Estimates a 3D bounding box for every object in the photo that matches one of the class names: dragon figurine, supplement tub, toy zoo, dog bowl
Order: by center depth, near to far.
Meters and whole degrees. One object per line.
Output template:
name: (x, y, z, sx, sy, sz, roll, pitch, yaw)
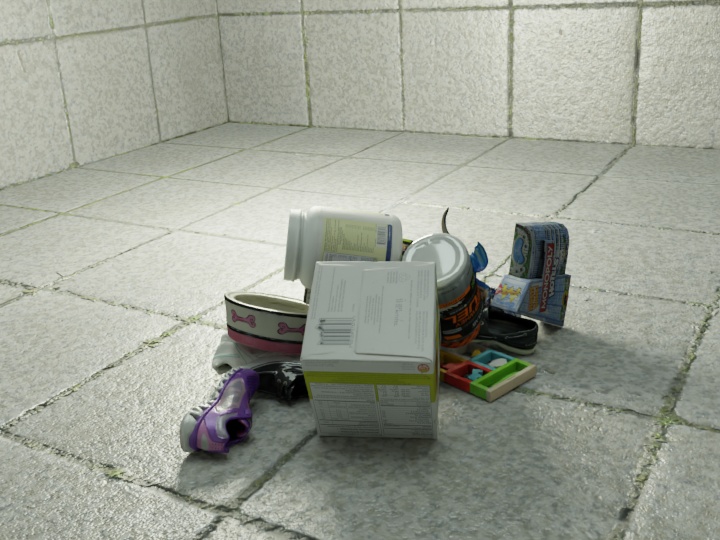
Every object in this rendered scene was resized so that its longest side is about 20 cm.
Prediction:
supplement tub: (0.147, 0.041, 1.455, 0.120, 0.201, 0.124, -10, 51, 13)
supplement tub: (-0.033, -0.035, 1.466, 0.195, 0.148, 0.145, 6, 19, -6)
dog bowl: (-0.152, 0.093, 1.494, 0.196, 0.075, 0.200, 10, 6, -1)
toy zoo: (0.199, 0.172, 1.504, 0.130, 0.021, 0.198, -20, 25, -38)
dragon figurine: (0.206, -0.018, 1.607, 0.097, 0.204, 0.059, 1, -26, -22)

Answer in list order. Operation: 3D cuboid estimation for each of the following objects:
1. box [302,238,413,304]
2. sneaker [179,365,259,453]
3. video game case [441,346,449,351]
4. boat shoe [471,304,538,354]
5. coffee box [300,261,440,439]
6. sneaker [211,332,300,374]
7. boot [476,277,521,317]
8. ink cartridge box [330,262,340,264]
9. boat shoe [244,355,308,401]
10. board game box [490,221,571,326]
box: (0.000, 0.000, 1.579, 0.195, 0.048, 0.195, 10, 39, -3)
sneaker: (-0.205, 0.230, 1.343, 0.087, 0.082, 0.200, 11, 29, 19)
video game case: (0.113, 0.070, 1.633, 0.179, 0.023, 0.200, 27, 27, 8)
boat shoe: (0.239, 0.097, 1.556, 0.196, 0.067, 0.075, 19, 42, 5)
coffee box: (0.026, 0.125, 1.316, 0.195, 0.200, 0.202, -1, 46, 9)
sneaker: (-0.178, 0.176, 1.511, 0.196, 0.071, 0.081, 10, 49, 19)
boot: (0.221, 0.067, 1.642, 0.199, 0.073, 0.091, 37, 49, 3)
ink cartridge box: (0.007, 0.051, 1.416, 0.116, 0.202, 0.043, 4, 47, 3)
boat shoe: (-0.113, 0.195, 1.439, 0.195, 0.071, 0.067, 2, 35, 1)
board game box: (0.331, 0.013, 1.592, 0.061, 0.205, 0.198, 14, 14, 39)
